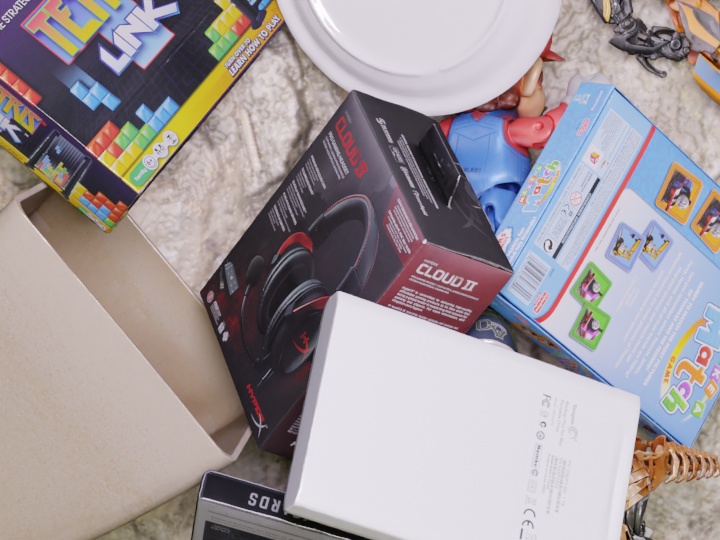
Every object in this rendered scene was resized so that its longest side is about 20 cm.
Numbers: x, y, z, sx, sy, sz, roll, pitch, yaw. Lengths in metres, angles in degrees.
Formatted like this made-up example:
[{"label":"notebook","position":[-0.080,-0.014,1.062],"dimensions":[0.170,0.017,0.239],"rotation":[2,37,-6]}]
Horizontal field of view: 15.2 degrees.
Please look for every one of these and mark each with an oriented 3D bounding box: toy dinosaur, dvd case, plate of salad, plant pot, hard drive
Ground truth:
[{"label":"toy dinosaur","position":[0.145,0.151,1.642],"dimensions":[0.199,0.102,0.136],"rotation":[-8,110,-16]},{"label":"dvd case","position":[-0.032,0.190,1.637],"dimensions":[0.150,0.200,0.025],"rotation":[15,60,1]},{"label":"plate of salad","position":[0.036,-0.195,1.664],"dimensions":[0.200,0.048,0.201],"rotation":[8,110,24]},{"label":"plant pot","position":[-0.193,0.074,1.668],"dimensions":[0.177,0.200,0.200],"rotation":[-39,93,10]},{"label":"hard drive","position":[0.062,0.105,1.559],"dimensions":[0.200,0.026,0.132],"rotation":[19,65,-17]}]

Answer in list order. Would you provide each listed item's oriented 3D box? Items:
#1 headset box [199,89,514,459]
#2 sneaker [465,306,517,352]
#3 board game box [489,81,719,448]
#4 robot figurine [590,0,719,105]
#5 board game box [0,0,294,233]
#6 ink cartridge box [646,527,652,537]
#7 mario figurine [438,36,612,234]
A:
[{"label":"headset box","position":[0.000,0.000,1.650],"dimensions":[0.075,0.149,0.200],"rotation":[19,122,-35]},{"label":"sneaker","position":[0.057,0.121,1.649],"dimensions":[0.067,0.090,0.201],"rotation":[11,92,-6]},{"label":"board game box","position":[0.173,0.000,1.692],"dimensions":[0.200,0.037,0.151],"rotation":[38,76,-33]},{"label":"robot figurine","position":[0.245,-0.174,1.739],"dimensions":[0.200,0.058,0.145],"rotation":[38,87,-4]},{"label":"board game box","position":[-0.158,-0.146,1.667],"dimensions":[0.165,0.057,0.200],"rotation":[40,50,-5]},{"label":"ink cartridge box","position":[0.061,0.166,1.736],"dimensions":[0.200,0.076,0.148],"rotation":[35,90,-7]},{"label":"mario figurine","position":[0.093,-0.073,1.720],"dimensions":[0.123,0.106,0.201],"rotation":[11,77,-4]}]
